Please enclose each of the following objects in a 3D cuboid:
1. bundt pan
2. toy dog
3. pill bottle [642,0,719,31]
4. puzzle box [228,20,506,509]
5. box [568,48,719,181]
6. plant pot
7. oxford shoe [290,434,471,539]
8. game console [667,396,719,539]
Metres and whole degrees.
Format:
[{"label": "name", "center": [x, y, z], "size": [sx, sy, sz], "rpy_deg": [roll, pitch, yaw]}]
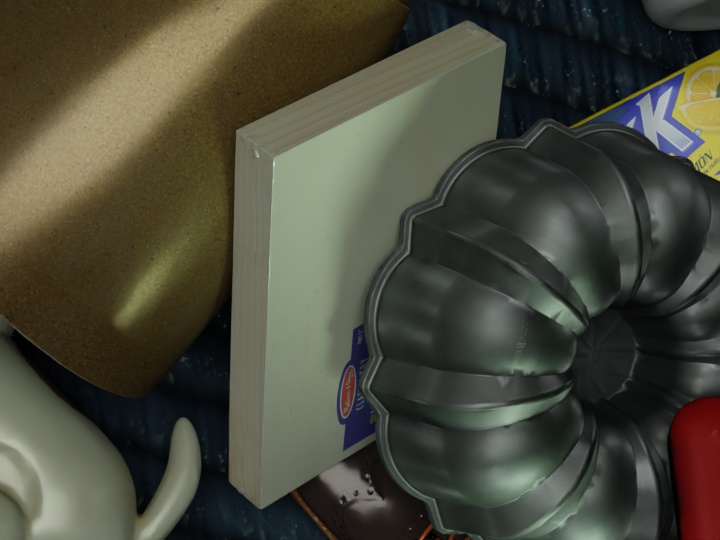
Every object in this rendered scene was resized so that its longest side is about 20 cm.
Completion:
[{"label": "bundt pan", "center": [0.104, 0.037, 0.993], "size": [0.202, 0.076, 0.202], "rpy_deg": [-4, 99, -24]}, {"label": "toy dog", "center": [-0.185, 0.054, 1.039], "size": [0.194, 0.140, 0.200], "rpy_deg": [-19, 81, 3]}, {"label": "pill bottle", "center": [0.173, -0.221, 1.080], "size": [0.116, 0.116, 0.200], "rpy_deg": [-10, 84, -1]}, {"label": "puzzle box", "center": [0.000, 0.000, 1.007], "size": [0.133, 0.200, 0.025], "rpy_deg": [-29, 50, -34]}, {"label": "box", "center": [0.141, -0.052, 1.085], "size": [0.200, 0.070, 0.064], "rpy_deg": [-28, 85, -3]}, {"label": "plant pot", "center": [-0.082, -0.079, 0.991], "size": [0.200, 0.186, 0.186], "rpy_deg": [-41, 86, 11]}, {"label": "oxford shoe", "center": [0.050, 0.128, 1.065], "size": [0.200, 0.073, 0.071], "rpy_deg": [32, 85, 3]}, {"label": "game console", "center": [0.228, 0.146, 0.983], "size": [0.200, 0.119, 0.172], "rpy_deg": [-3, 70, -4]}]
